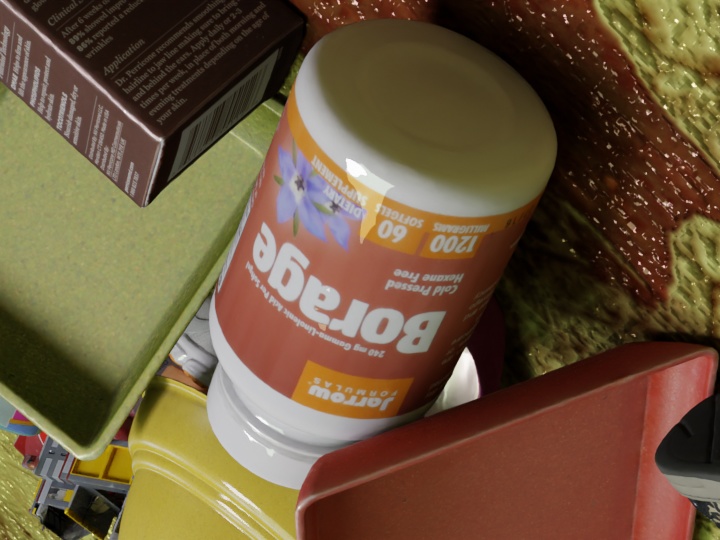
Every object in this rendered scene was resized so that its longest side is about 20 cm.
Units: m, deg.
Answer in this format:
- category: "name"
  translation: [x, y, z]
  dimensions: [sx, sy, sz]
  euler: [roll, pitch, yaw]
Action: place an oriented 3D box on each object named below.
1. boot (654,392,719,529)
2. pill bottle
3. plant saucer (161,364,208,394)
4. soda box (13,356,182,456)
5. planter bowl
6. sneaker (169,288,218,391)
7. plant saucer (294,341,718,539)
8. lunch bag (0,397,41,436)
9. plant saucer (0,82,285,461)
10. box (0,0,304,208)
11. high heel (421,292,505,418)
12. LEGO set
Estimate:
- category: "boot"
  translation: [0.225, 0.128, 0.944]
  dimensions: [0.204, 0.073, 0.154]
  euler: [9, 137, 58]
- category: "pill bottle"
  translation: [0.000, 0.000, 0.988]
  dimensions: [0.112, 0.112, 0.200]
  euler: [38, 132, 17]
- category: "plant saucer"
  translation: [-0.040, 0.128, 1.287]
  dimensions: [0.200, 0.032, 0.200]
  euler: [38, 172, 6]
- category: "soda box"
  translation: [-0.157, 0.083, 1.430]
  dimensions: [0.070, 0.063, 0.200]
  euler: [45, 152, 2]
- category: "planter bowl"
  translation: [-0.060, 0.149, 1.150]
  dimensions: [0.200, 0.083, 0.200]
  euler: [37, 162, 14]
- category: "sneaker"
  translation: [-0.036, 0.035, 1.204]
  dimensions: [0.076, 0.092, 0.200]
  euler: [20, -171, -31]
- category: "plant saucer"
  translation: [0.060, 0.118, 1.043]
  dimensions: [0.200, 0.200, 0.037]
  euler: [88, 158, -48]
- category: "lunch bag"
  translation: [-0.238, -0.001, 1.305]
  dimensions: [0.160, 0.077, 0.200]
  euler: [35, -168, -37]
- category: "plant saucer"
  translation: [-0.144, -0.037, 1.162]
  dimensions: [0.200, 0.200, 0.048]
  euler: [36, -175, 20]
- category: "box"
  translation: [-0.136, -0.135, 1.071]
  dimensions: [0.200, 0.100, 0.075]
  euler: [43, 152, 8]
- category: "high heel"
  translation: [0.028, 0.067, 1.100]
  dimensions: [0.067, 0.096, 0.200]
  euler: [10, 140, 20]
- category: "LEGO set"
  translation: [-0.134, 0.179, 1.336]
  dimensions: [0.116, 0.154, 0.200]
  euler: [7, 164, 31]
